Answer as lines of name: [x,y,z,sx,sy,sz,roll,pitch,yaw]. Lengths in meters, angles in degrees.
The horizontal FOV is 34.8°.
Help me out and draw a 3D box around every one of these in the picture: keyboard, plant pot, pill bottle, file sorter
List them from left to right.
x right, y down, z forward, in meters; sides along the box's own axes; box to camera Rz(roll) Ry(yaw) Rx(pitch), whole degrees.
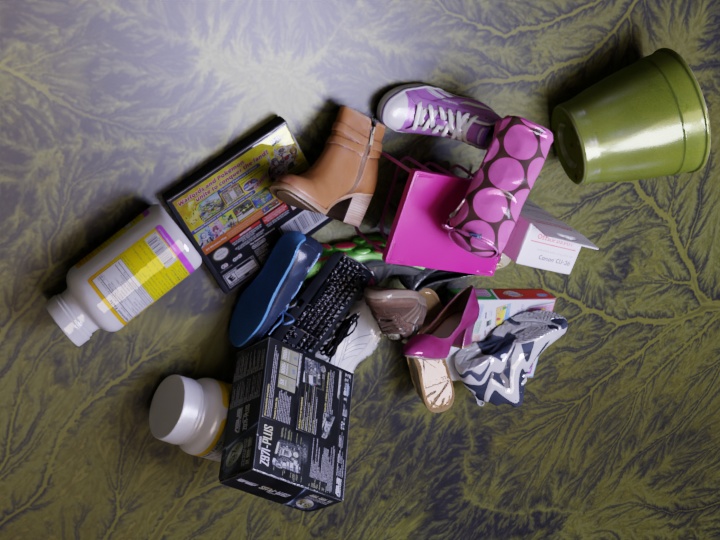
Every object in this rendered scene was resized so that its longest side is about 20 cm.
pill bottle: [-0.316,0.010,1.526,0.200,0.104,0.105,-38,127,-7]
pill bottle: [-0.202,0.224,1.694,0.199,0.114,0.115,23,102,-36]
keyboard: [-0.048,0.073,1.687,0.104,0.040,0.200,26,111,-28]
file sorter: [0.110,-0.089,1.707,0.199,0.125,0.140,7,111,-33]
plant pot: [0.407,-0.222,1.787,0.191,0.201,0.202,-17,122,-7]

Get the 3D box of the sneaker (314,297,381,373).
sneaker: [-0.033,0.114,1.766,0.087,0.075,0.201,23,100,-30]

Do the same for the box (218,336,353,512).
box: [-0.103,0.223,1.645,0.163,0.201,0.086,26,145,-33]

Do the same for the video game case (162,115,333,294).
video game case: [-0.152,-0.090,1.620,0.199,0.025,0.181,-35,127,-9]

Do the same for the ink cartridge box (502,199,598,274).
ink cartridge box: [0.258,-0.055,1.763,0.116,0.200,0.068,10,109,-33]

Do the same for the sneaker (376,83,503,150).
sneaker: [0.129,-0.218,1.661,0.199,0.114,0.073,-1,116,-28]

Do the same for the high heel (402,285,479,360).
high heel: [0.124,0.080,1.752,0.199,0.067,0.097,-8,105,-52]

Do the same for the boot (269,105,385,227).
boot: [-0.042,-0.155,1.599,0.200,0.073,0.156,15,92,-58]

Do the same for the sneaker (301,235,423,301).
sneaker: [0.000,0.000,1.730,0.198,0.077,0.084,-5,123,-16]

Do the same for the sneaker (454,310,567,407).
sneaker: [0.259,0.157,1.897,0.198,0.079,0.130,-30,127,-13]

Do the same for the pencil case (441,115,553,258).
pencil case: [0.193,-0.121,1.614,0.093,0.091,0.201,27,76,-5]

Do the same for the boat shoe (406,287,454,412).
boat shoe: [0.102,0.126,1.849,0.073,0.069,0.202,-9,97,-18]

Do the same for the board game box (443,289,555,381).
board game box: [0.220,0.108,1.925,0.199,0.040,0.154,1,113,-30]

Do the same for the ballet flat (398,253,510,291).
ballet flat: [0.151,0.002,1.813,0.198,0.057,0.067,-11,145,-22]

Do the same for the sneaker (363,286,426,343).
sneaker: [0.057,0.068,1.704,0.200,0.070,0.076,18,76,-68]

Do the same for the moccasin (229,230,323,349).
moccasin: [-0.116,0.038,1.653,0.068,0.081,0.200,13,124,-43]
